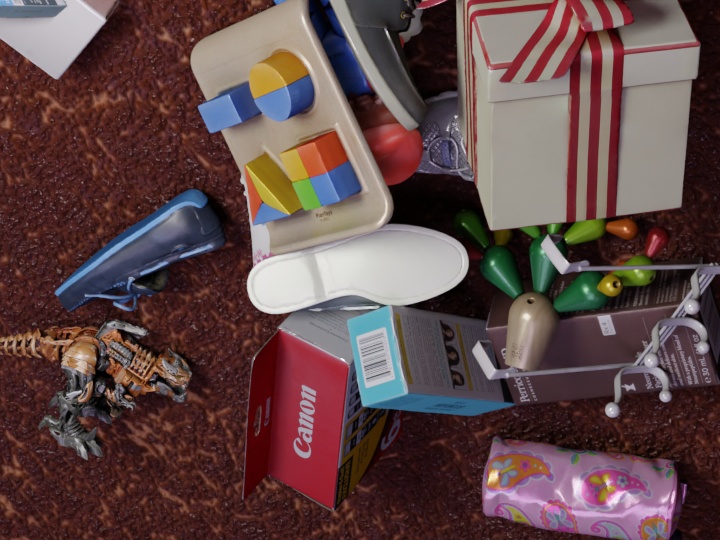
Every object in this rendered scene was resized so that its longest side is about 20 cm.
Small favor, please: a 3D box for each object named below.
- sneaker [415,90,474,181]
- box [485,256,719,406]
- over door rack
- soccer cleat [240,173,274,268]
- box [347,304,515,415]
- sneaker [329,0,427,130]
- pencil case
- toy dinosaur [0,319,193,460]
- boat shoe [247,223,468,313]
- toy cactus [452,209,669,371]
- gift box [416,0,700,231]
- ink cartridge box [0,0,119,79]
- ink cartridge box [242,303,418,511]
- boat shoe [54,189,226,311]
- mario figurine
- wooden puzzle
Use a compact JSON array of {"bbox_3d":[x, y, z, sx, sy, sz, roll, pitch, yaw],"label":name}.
[{"bbox_3d":[0.114,-0.106,1.586,0.199,0.082,0.075,-1,128,22],"label":"sneaker"},{"bbox_3d":[0.225,0.057,1.696,0.199,0.075,0.100,-8,126,25],"label":"box"},{"bbox_3d":[0.215,0.053,1.561,0.199,0.067,0.148,8,133,-27],"label":"over door rack"},{"bbox_3d":[-0.075,-0.067,1.699,0.086,0.070,0.201,34,136,17],"label":"soccer cleat"},{"bbox_3d":[0.067,0.084,1.686,0.049,0.083,0.200,-19,164,30],"label":"box"},{"bbox_3d":[0.031,-0.219,1.473,0.106,0.075,0.201,-25,95,2],"label":"sneaker"},{"bbox_3d":[0.220,0.216,1.824,0.199,0.088,0.088,6,130,11],"label":"pencil case"},{"bbox_3d":[-0.274,0.102,1.893,0.199,0.102,0.136,25,118,20],"label":"toy dinosaur"},{"bbox_3d":[0.000,0.000,1.658,0.199,0.062,0.073,-9,89,9],"label":"boat shoe"},{"bbox_3d":[0.162,0.007,1.631,0.199,0.102,0.166,14,92,17],"label":"toy cactus"},{"bbox_3d":[0.151,-0.152,1.442,0.199,0.185,0.187,-9,131,-9],"label":"gift box"},{"bbox_3d":[-0.292,-0.284,1.591,0.200,0.045,0.176,36,131,-14],"label":"ink cartridge box"},{"bbox_3d":[-0.028,0.119,1.746,0.084,0.176,0.201,25,135,21],"label":"ink cartridge box"},{"bbox_3d":[-0.213,-0.001,1.772,0.200,0.084,0.069,-29,104,36],"label":"boat shoe"},{"bbox_3d":[-0.002,-0.169,1.573,0.123,0.106,0.201,-3,112,62],"label":"mario figurine"},{"bbox_3d":[-0.070,-0.114,1.561,0.185,0.046,0.201,-12,101,55],"label":"wooden puzzle"}]
